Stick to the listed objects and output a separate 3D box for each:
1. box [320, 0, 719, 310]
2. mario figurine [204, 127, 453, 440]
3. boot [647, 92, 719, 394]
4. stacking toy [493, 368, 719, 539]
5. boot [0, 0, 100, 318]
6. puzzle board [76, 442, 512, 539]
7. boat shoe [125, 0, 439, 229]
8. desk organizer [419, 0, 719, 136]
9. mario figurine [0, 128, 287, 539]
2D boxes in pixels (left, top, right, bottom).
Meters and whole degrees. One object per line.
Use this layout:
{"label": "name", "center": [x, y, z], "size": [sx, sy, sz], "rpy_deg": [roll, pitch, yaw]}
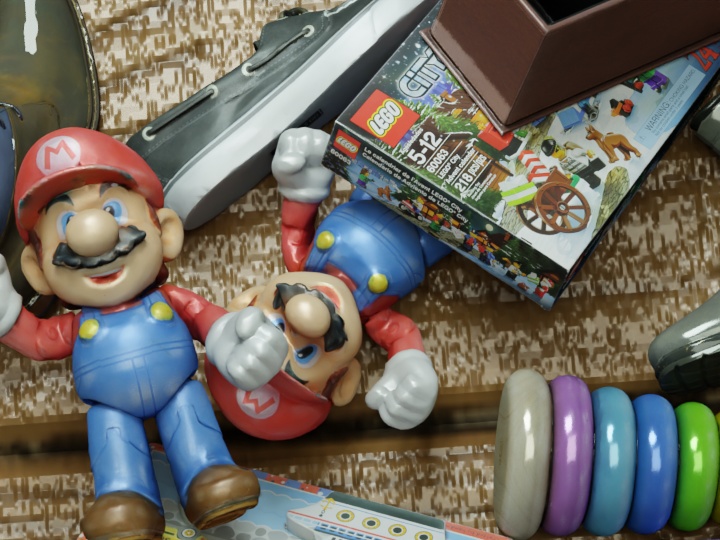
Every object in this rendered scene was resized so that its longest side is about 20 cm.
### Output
{"label": "box", "center": [0.090, -0.088, 1.300], "size": [0.137, 0.038, 0.200], "rpy_deg": [33, 54, 8]}
{"label": "mario figurine", "center": [0.000, 0.000, 1.283], "size": [0.123, 0.106, 0.200], "rpy_deg": [22, 65, 42]}
{"label": "boot", "center": [0.206, -0.030, 1.318], "size": [0.200, 0.068, 0.131], "rpy_deg": [-29, 72, -14]}
{"label": "stacking toy", "center": [0.169, 0.097, 1.274], "size": [0.200, 0.085, 0.085], "rpy_deg": [4, 76, -2]}
{"label": "boot", "center": [-0.181, -0.077, 1.309], "size": [0.075, 0.097, 0.200], "rpy_deg": [-1, 75, 10]}
{"label": "puzzle board", "center": [-0.044, 0.150, 1.230], "size": [0.200, 0.017, 0.151], "rpy_deg": [14, 39, 17]}
{"label": "boat shoe", "center": [-0.035, -0.104, 1.333], "size": [0.200, 0.069, 0.057], "rpy_deg": [-40, 78, -6]}
{"label": "desk organizer", "center": [0.137, -0.148, 1.283], "size": [0.200, 0.077, 0.072], "rpy_deg": [-25, 66, -29]}
{"label": "mario figurine", "center": [-0.116, 0.027, 1.210], "size": [0.123, 0.106, 0.200], "rpy_deg": [-9, 76, -42]}
